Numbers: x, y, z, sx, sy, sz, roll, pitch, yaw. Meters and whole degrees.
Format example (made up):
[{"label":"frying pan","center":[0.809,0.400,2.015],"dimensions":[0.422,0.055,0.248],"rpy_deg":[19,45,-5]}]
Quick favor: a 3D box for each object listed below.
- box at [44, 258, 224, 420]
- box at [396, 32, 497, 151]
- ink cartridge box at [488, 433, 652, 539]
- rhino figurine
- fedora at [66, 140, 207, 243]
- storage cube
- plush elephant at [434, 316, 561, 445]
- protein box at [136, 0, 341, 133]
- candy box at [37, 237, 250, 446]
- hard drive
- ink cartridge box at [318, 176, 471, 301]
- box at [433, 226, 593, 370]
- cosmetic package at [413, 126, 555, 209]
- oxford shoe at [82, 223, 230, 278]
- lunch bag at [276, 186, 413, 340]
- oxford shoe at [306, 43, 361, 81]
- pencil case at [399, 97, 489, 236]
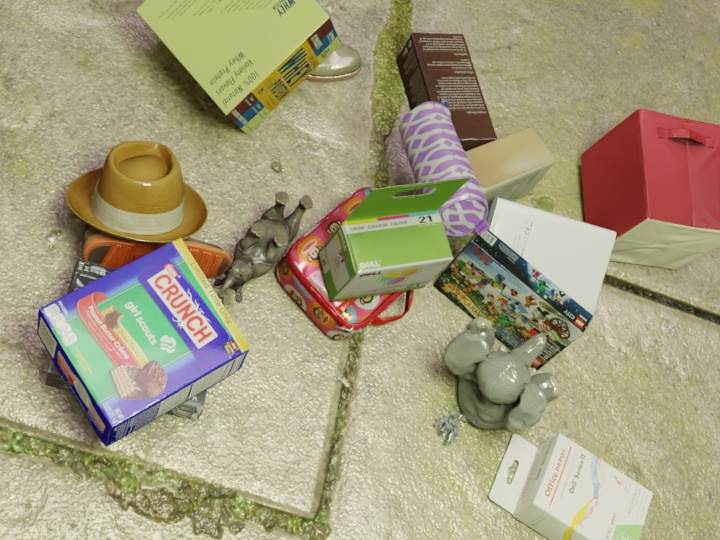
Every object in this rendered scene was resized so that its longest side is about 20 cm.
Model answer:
[{"label":"box","center":[-0.281,0.087,1.363],"dimensions":[0.197,0.050,0.160],"rpy_deg":[15,60,-14]},{"label":"box","center":[0.135,-0.273,1.703],"dimensions":[0.099,0.075,0.203],"rpy_deg":[-3,64,-23]},{"label":"ink cartridge box","center":[0.286,0.306,1.466],"dimensions":[0.198,0.067,0.118],"rpy_deg":[32,57,-4]},{"label":"rhino figurine","center":[-0.137,-0.026,1.444],"dimensions":[0.060,0.088,0.201],"rpy_deg":[37,47,-2]},{"label":"fedora","center":[-0.284,-0.112,1.400],"dimensions":[0.198,0.083,0.201],"rpy_deg":[14,29,-8]},{"label":"storage cube","center":[0.463,-0.120,1.686],"dimensions":[0.168,0.200,0.183],"rpy_deg":[8,68,-18]},{"label":"plush elephant","center":[0.193,0.142,1.460],"dimensions":[0.165,0.155,0.200],"rpy_deg":[46,57,6]},{"label":"protein box","center":[-0.168,-0.345,1.531],"dimensions":[0.198,0.135,0.200],"rpy_deg":[-42,83,3]},{"label":"candy box","center":[-0.259,0.083,1.298],"dimensions":[0.199,0.077,0.170],"rpy_deg":[-29,78,-31]},{"label":"hard drive","center":[0.274,-0.020,1.614],"dimensions":[0.197,0.025,0.134],"rpy_deg":[15,96,-14]},{"label":"ink cartridge box","center":[0.049,-0.038,1.380],"dimensions":[0.146,0.200,0.077],"rpy_deg":[-8,72,-25]},{"label":"box","center":[0.214,0.043,1.532],"dimensions":[0.199,0.137,0.038],"rpy_deg":[39,55,2]},{"label":"cosmetic package","center":[0.186,-0.137,1.635],"dimensions":[0.198,0.105,0.072],"rpy_deg":[-23,72,-31]},{"label":"oxford shoe","center":[-0.266,-0.037,1.423],"dimensions":[0.197,0.072,0.073],"rpy_deg":[10,41,-28]},{"label":"lunch bag","center":[0.000,0.000,1.507],"dimensions":[0.176,0.082,0.200],"rpy_deg":[48,59,2]},{"label":"oxford shoe","center":[-0.085,-0.344,1.649],"dimensions":[0.197,0.074,0.072],"rpy_deg":[9,61,-17]},{"label":"pencil case","center":[0.115,-0.142,1.501],"dimensions":[0.085,0.083,0.202],"rpy_deg":[31,35,-46]}]
